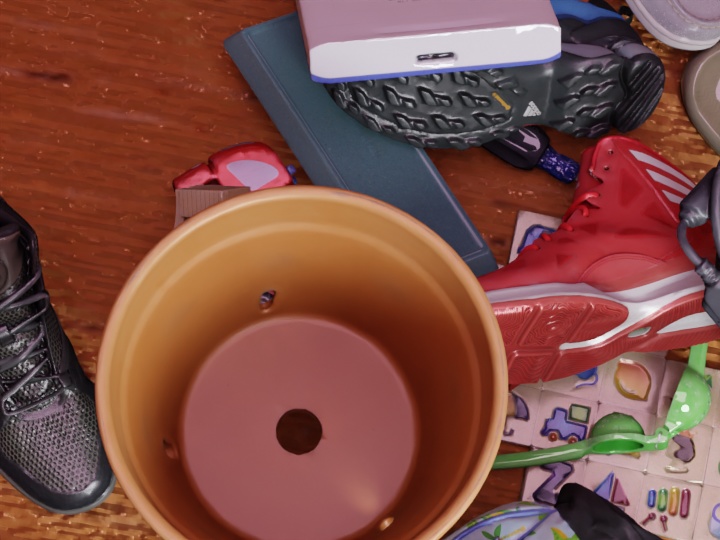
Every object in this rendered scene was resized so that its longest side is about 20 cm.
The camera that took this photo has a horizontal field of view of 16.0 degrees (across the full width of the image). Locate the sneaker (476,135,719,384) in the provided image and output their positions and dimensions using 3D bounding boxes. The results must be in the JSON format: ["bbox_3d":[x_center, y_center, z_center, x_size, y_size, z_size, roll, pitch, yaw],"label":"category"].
[{"bbox_3d":[0.112,-0.009,1.400,0.200,0.078,0.116,-3,55,-29],"label":"sneaker"}]

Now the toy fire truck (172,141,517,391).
[{"bbox_3d":[0.000,0.000,1.435,0.141,0.049,0.200,-31,80,-6],"label":"toy fire truck"}]

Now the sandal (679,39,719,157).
[{"bbox_3d":[0.264,-0.057,1.459,0.080,0.054,0.200,-44,85,-9],"label":"sandal"}]

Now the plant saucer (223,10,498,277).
[{"bbox_3d":[0.000,-0.069,1.429,0.070,0.019,0.200,-21,65,-25],"label":"plant saucer"}]

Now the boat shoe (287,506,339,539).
[{"bbox_3d":[-0.024,0.142,1.390,0.200,0.072,0.065,-40,121,-8],"label":"boat shoe"}]

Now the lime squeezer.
[{"bbox_3d":[0.149,0.072,1.432,0.200,0.038,0.071,-38,90,-5],"label":"lime squeezer"}]

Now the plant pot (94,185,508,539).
[{"bbox_3d":[-0.029,0.070,1.298,0.200,0.140,0.200,0,76,-1],"label":"plant pot"}]

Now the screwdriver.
[{"bbox_3d":[0.138,-0.047,1.462,0.200,0.029,0.028,29,80,7],"label":"screwdriver"}]

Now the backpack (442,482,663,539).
[{"bbox_3d":[0.069,0.202,1.365,0.154,0.163,0.200,36,87,12],"label":"backpack"}]

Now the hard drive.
[{"bbox_3d":[0.028,-0.165,1.410,0.132,0.200,0.025,-6,123,-4],"label":"hard drive"}]

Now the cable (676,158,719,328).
[{"bbox_3d":[0.253,-0.008,1.392,0.200,0.051,0.163,44,62,-29],"label":"cable"}]

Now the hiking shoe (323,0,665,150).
[{"bbox_3d":[0.068,-0.118,1.440,0.200,0.074,0.087,3,37,-18],"label":"hiking shoe"}]

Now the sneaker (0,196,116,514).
[{"bbox_3d":[-0.193,0.039,1.392,0.076,0.114,0.199,-21,84,-4],"label":"sneaker"}]

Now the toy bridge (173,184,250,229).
[{"bbox_3d":[-0.087,0.052,1.410,0.067,0.027,0.200,4,103,35],"label":"toy bridge"}]

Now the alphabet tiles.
[{"bbox_3d":[0.138,0.059,1.458,0.200,0.008,0.167,12,80,0],"label":"alphabet tiles"}]

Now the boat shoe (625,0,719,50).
[{"bbox_3d":[0.182,-0.227,1.471,0.074,0.065,0.202,1,76,-19],"label":"boat shoe"}]
